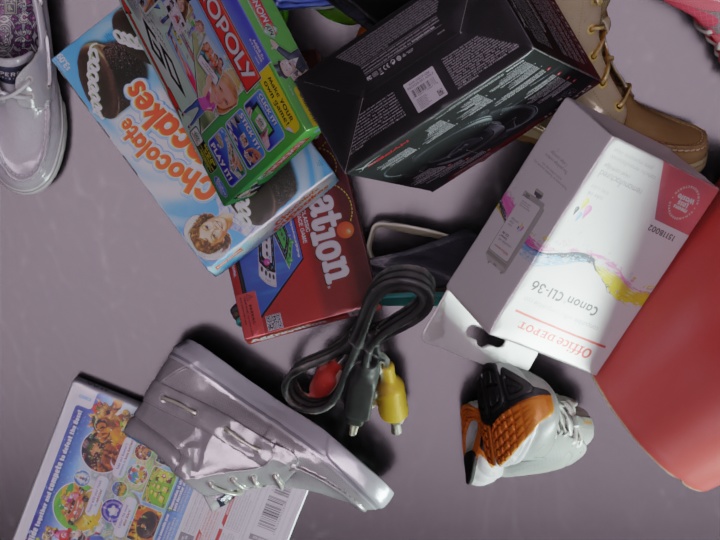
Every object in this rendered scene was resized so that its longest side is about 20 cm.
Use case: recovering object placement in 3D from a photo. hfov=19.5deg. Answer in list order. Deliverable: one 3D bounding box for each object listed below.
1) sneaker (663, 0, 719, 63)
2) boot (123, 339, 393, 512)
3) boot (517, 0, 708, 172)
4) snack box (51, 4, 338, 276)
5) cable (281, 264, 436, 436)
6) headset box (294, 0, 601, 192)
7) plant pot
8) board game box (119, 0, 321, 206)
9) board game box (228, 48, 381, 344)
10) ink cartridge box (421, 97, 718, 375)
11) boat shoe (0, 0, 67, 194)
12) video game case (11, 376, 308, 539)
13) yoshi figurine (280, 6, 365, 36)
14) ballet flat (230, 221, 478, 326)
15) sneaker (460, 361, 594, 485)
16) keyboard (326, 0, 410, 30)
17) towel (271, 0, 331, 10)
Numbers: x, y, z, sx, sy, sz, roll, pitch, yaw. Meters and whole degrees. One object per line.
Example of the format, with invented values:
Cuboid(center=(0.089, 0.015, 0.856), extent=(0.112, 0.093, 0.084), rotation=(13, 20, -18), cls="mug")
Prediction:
Cuboid(center=(0.285, -0.159, 1.516), extent=(0.199, 0.074, 0.087), rotation=(23, 108, -12), cls="sneaker")
Cuboid(center=(-0.079, 0.144, 1.573), extent=(0.199, 0.074, 0.096), rotation=(34, 80, 8), cls="boot")
Cuboid(center=(0.173, -0.160, 1.511), extent=(0.199, 0.073, 0.156), rotation=(19, 117, 5), cls="boot")
Cuboid(center=(-0.121, -0.109, 1.528), extent=(0.116, 0.037, 0.200), rotation=(-38, 79, 0), cls="snack box")
Cuboid(center=(0.000, 0.052, 1.528), extent=(0.096, 0.050, 0.201), rotation=(16, 135, 2), cls="cable")
Cuboid(center=(0.066, -0.126, 1.406), extent=(0.148, 0.200, 0.078), rotation=(-32, 79, 17), cls="headset box")
Cuboid(center=(0.270, 0.050, 1.508), extent=(0.177, 0.201, 0.200), rotation=(-42, 96, 19), cls="plant pot")
Cuboid(center=(-0.102, -0.160, 1.445), extent=(0.029, 0.135, 0.201), rotation=(-23, 82, -33), cls="board game box")
Cuboid(center=(-0.057, -0.055, 1.541), extent=(0.102, 0.019, 0.201), rotation=(-15, 76, 3), cls="board game box")
Cuboid(center=(0.143, -0.005, 1.458), extent=(0.116, 0.068, 0.201), rotation=(21, 108, -38), cls="ink cartridge box")
Cuboid(center=(-0.254, -0.154, 1.543), extent=(0.071, 0.069, 0.202), rotation=(4, 99, 1), cls="boat shoe")
Cuboid(center=(-0.153, 0.184, 1.620), extent=(0.199, 0.018, 0.144), rotation=(22, 100, -2), cls="video game case")
Cuboid(center=(-0.065, -0.218, 1.510), extent=(0.199, 0.112, 0.113), rotation=(29, 109, 5), cls="yoshi figurine")
Cuboid(center=(0.000, 0.000, 1.565), extent=(0.198, 0.073, 0.074), rotation=(-6, 99, 7), cls="ballet flat")
Cuboid(center=(0.130, 0.108, 1.520), extent=(0.091, 0.200, 0.076), rotation=(-4, 79, -7), cls="sneaker")
Cuboid(center=(0.022, -0.249, 1.456), extent=(0.104, 0.040, 0.201), rotation=(37, 57, -21), cls="keyboard")
Cuboid(center=(-0.027, -0.273, 1.471), extent=(0.144, 0.024, 0.201), rotation=(-8, 68, -22), cls="towel")
